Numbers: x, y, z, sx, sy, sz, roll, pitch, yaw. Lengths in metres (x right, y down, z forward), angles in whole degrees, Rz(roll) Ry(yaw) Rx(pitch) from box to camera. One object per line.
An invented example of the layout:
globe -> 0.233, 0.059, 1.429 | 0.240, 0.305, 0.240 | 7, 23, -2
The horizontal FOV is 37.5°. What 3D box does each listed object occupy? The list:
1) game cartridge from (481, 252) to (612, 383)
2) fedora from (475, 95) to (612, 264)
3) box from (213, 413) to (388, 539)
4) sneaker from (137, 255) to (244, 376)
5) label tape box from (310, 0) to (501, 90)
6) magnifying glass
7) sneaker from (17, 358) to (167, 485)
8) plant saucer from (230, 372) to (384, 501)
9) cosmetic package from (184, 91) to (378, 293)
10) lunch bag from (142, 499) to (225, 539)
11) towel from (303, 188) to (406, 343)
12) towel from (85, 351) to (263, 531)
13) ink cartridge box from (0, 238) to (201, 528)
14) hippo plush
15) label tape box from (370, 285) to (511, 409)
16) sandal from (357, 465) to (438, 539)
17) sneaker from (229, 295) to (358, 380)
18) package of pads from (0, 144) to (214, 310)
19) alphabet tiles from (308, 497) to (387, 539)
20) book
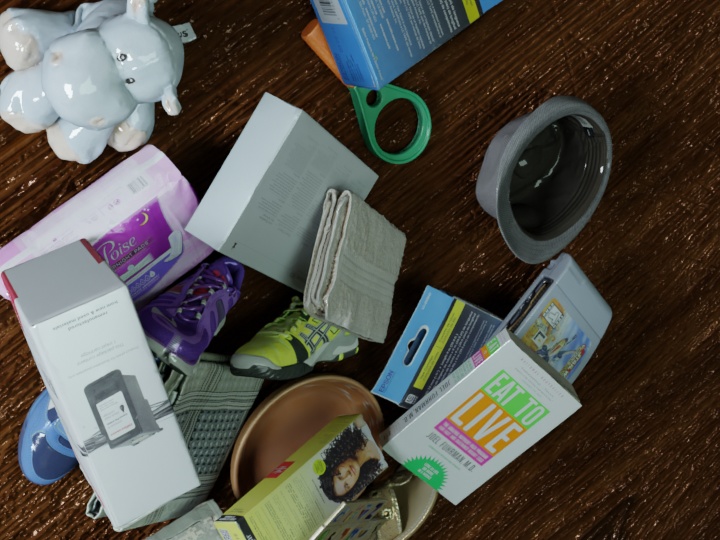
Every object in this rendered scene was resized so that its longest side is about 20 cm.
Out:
game cartridge -> 0.223, 0.093, 1.293 | 0.200, 0.041, 0.133 | -51, 122, -8
fedora -> 0.201, -0.114, 1.236 | 0.200, 0.090, 0.177 | -51, 128, -12
box -> -0.061, 0.240, 1.148 | 0.200, 0.050, 0.076 | -38, 106, -36
sneaker -> -0.161, 0.031, 1.015 | 0.080, 0.200, 0.084 | 36, 109, -6
label tape box -> 0.046, -0.297, 1.074 | 0.200, 0.063, 0.145 | -38, 122, -23
magnifying glass -> 0.007, -0.190, 1.129 | 0.080, 0.022, 0.200 | -50, 128, -5
sneaker -> -0.264, 0.135, 1.053 | 0.074, 0.082, 0.200 | 39, 88, -38
plant saucer -> -0.064, 0.208, 1.234 | 0.199, 0.037, 0.201 | -13, 116, -29
cosmetic package -> -0.072, -0.069, 1.055 | 0.151, 0.052, 0.200 | -61, 154, -1
lunch bag -> -0.202, 0.358, 1.147 | 0.163, 0.118, 0.201 | -27, 132, -21
towel -> 0.000, 0.000, 1.123 | 0.200, 0.034, 0.133 | 29, 73, -66
towel -> -0.180, 0.176, 1.100 | 0.193, 0.034, 0.200 | -62, 155, 4
ink cartridge box -> -0.221, 0.093, 0.900 | 0.083, 0.145, 0.201 | -25, 117, -20
hippo plush -> -0.206, -0.163, 0.917 | 0.199, 0.161, 0.160 | -27, 121, -20
label tape box -> 0.104, 0.105, 1.282 | 0.199, 0.066, 0.144 | 25, 93, -34
sandal -> 0.020, 0.305, 1.302 | 0.069, 0.078, 0.212 | 27, 99, -42
sneaker -> -0.073, 0.067, 1.131 | 0.200, 0.075, 0.077 | -19, 109, -59
package of pads -> -0.240, -0.016, 0.998 | 0.200, 0.076, 0.121 | -39, 144, -12
alphabet tiles -> -0.036, 0.318, 1.191 | 0.167, 0.008, 0.200 | -49, 158, 6
book -> 0.138, 0.171, 1.237 | 0.200, 0.048, 0.133 | -43, 117, 15
